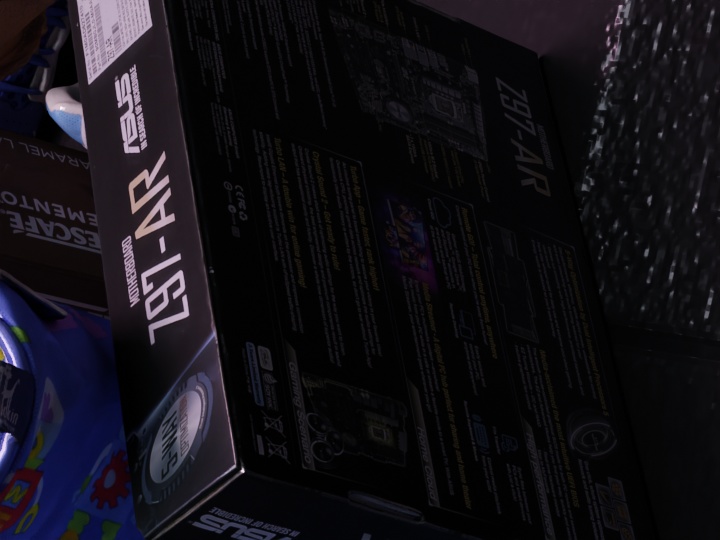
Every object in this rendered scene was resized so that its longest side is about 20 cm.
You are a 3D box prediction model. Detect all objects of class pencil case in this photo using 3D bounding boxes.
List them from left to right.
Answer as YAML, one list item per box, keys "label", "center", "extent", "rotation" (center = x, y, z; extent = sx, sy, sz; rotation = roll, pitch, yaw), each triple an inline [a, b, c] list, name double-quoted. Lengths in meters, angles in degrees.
- label: "pencil case"
  center: [-0.086, 0.045, 0.810]
  extent: [0.078, 0.200, 0.087]
  rotation: [25, 92, 23]

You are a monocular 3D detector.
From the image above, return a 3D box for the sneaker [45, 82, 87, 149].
- label: "sneaker"
  center: [-0.052, -0.127, 1.034]
  extent: [0.072, 0.072, 0.200]
  rotation: [42, 111, 56]

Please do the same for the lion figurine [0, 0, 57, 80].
- label: "lion figurine"
  center: [-0.137, -0.104, 1.013]
  extent: [0.200, 0.122, 0.073]
  rotation: [-11, 85, 57]

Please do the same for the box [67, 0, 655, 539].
- label: "box"
  center: [0.000, 0.000, 0.822]
  extent: [0.044, 0.160, 0.200]
  rotation: [-38, 48, 35]

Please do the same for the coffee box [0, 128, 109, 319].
- label: "coffee box"
  center: [-0.164, 0.045, 1.095]
  extent: [0.200, 0.114, 0.080]
  rotation: [-55, 39, 30]

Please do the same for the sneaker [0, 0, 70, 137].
- label: "sneaker"
  center: [-0.136, -0.128, 1.150]
  extent: [0.115, 0.080, 0.200]
  rotation: [13, 87, 59]
